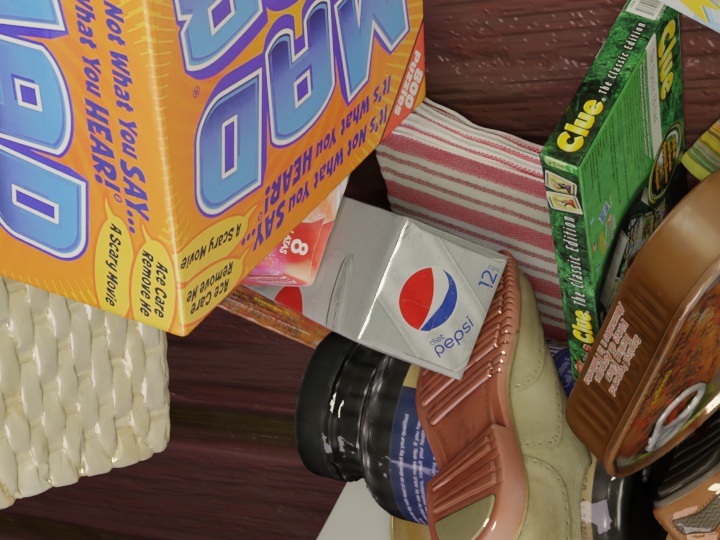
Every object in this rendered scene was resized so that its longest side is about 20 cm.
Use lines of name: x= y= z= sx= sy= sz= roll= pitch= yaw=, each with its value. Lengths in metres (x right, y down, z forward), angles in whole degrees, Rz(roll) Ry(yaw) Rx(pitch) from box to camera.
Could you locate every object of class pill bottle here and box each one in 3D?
pill bottle: x=0.070 y=0.090 z=1.129 sx=0.199 sy=0.112 sz=0.112 roll=10 pitch=149 yaw=27

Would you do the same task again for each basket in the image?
basket: x=-0.213 y=0.008 z=1.022 sx=0.161 sy=0.197 sz=0.201 roll=38 pitch=137 yaw=46

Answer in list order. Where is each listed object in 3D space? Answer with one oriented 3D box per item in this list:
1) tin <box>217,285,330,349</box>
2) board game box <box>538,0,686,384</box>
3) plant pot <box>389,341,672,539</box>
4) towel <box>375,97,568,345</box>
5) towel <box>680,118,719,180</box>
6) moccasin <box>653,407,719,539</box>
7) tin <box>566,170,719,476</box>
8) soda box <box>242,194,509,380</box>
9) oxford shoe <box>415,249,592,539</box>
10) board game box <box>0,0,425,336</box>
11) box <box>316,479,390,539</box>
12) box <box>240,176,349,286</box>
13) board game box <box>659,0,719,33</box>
tin: x=-0.072 y=-0.010 z=1.306 sx=0.199 sy=0.042 sz=0.112 roll=23 pitch=158 yaw=14
board game box: x=0.123 y=-0.032 z=0.973 sx=0.023 sy=0.105 sz=0.200 roll=23 pitch=154 yaw=23
plant pot: x=0.111 y=0.142 z=1.179 sx=0.199 sy=0.201 sz=0.027 roll=16 pitch=179 yaw=27
towel: x=0.087 y=-0.020 z=1.130 sx=0.146 sy=0.030 sz=0.200 roll=21 pitch=156 yaw=21
towel: x=0.216 y=-0.065 z=0.914 sx=0.086 sy=0.018 sz=0.200 roll=31 pitch=155 yaw=-3
moccasin: x=0.204 y=0.103 z=1.057 sx=0.074 sy=0.201 sz=0.078 roll=-36 pitch=92 yaw=19
tin: x=0.156 y=0.018 z=0.944 sx=0.042 sy=0.112 sz=0.201 roll=50 pitch=146 yaw=25
soda box: x=0.000 y=0.000 z=1.093 sx=0.063 sy=0.069 sz=0.200 roll=21 pitch=-179 yaw=-23
oxford shoe: x=0.075 y=0.076 z=1.036 sx=0.074 sy=0.201 sz=0.071 roll=30 pitch=132 yaw=-25
board game box: x=-0.108 y=-0.132 z=0.858 sx=0.199 sy=0.200 sz=0.201 roll=17 pitch=131 yaw=26
box: x=0.092 y=0.187 z=1.301 sx=0.198 sy=0.201 sz=0.131 roll=15 pitch=153 yaw=31
box: x=-0.095 y=-0.052 z=1.127 sx=0.102 sy=0.095 sz=0.200 roll=23 pitch=170 yaw=-27
board game box: x=0.178 y=-0.146 z=0.766 sx=0.134 sy=0.034 sz=0.200 roll=30 pitch=154 yaw=10
